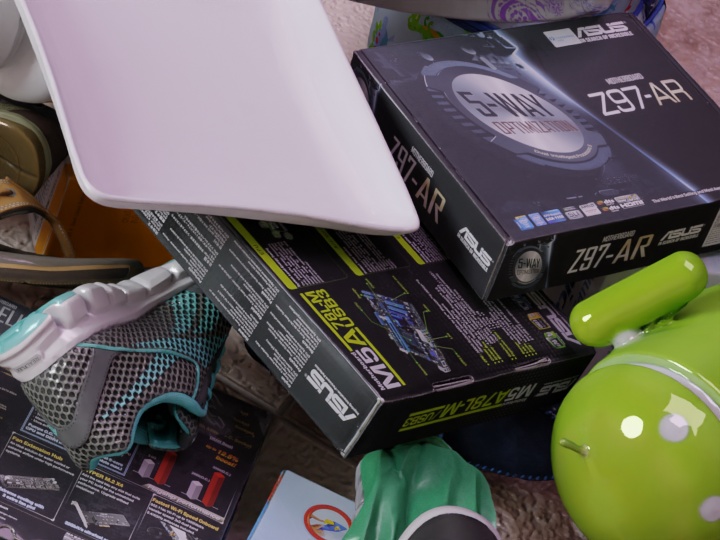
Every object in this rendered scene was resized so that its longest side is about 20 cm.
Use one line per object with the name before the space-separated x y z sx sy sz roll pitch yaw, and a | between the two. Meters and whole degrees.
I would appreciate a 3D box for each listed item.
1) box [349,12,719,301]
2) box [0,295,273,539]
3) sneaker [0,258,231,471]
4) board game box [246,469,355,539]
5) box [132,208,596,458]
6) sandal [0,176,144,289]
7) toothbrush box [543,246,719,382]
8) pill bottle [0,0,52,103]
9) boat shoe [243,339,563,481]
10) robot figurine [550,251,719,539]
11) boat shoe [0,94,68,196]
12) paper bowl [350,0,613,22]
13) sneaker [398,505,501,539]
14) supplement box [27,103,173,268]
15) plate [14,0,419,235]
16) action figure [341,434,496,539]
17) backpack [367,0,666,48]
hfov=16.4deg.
box | 0.110 -0.067 1.371 0.199 0.044 0.160 -11 49 -32
box | -0.160 0.097 1.270 0.199 0.050 0.158 23 38 -2
sneaker | -0.104 0.048 1.273 0.200 0.077 0.091 -22 82 -54
board game box | 0.011 0.216 1.216 0.199 0.056 0.196 26 38 3
box | 0.000 0.000 1.302 0.193 0.048 0.200 -12 53 -50
sandal | -0.210 -0.027 1.316 0.199 0.055 0.082 15 1 4
toothbrush box | 0.199 0.032 1.450 0.199 0.147 0.085 6 41 -19
pill bottle | -0.150 -0.148 1.363 0.200 0.113 0.113 -6 47 -45
boat shoe | 0.025 0.074 1.374 0.199 0.084 0.069 16 18 12
robot figurine | 0.178 0.081 1.305 0.200 0.116 0.176 -31 93 -42
boat shoe | -0.250 -0.077 1.389 0.199 0.074 0.065 16 23 21
paper bowl | 0.052 -0.211 1.425 0.200 0.201 0.105 10 84 -16
sneaker | 0.011 0.200 1.078 0.070 0.201 0.099 22 0 -1
supplement box | -0.139 -0.094 1.479 0.126 0.074 0.200 4 45 -23
plate | -0.085 -0.095 1.263 0.199 0.032 0.200 4 49 -37
action figure | 0.027 0.147 1.214 0.118 0.055 0.200 14 43 -9
backpack | 0.102 -0.170 1.614 0.182 0.147 0.200 26 31 3
